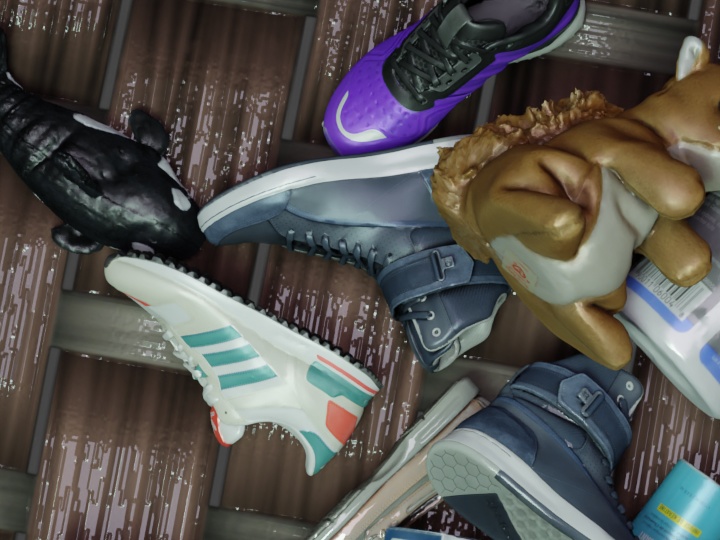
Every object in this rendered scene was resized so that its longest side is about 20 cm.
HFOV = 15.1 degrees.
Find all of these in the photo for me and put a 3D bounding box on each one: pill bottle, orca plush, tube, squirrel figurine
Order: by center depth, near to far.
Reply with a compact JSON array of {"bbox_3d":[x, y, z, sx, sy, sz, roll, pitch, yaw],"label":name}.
[{"bbox_3d":[0.152,-0.067,1.694,0.187,0.142,0.200,-43,39,-15],"label":"squirrel figurine"},{"bbox_3d":[0.265,-0.010,1.741,0.200,0.114,0.114,-42,82,-2],"label":"pill bottle"},{"bbox_3d":[0.171,0.217,1.755,0.077,0.050,0.200,34,90,23],"label":"tube"},{"bbox_3d":[-0.187,-0.082,1.798,0.105,0.071,0.200,-37,82,-1],"label":"orca plush"}]

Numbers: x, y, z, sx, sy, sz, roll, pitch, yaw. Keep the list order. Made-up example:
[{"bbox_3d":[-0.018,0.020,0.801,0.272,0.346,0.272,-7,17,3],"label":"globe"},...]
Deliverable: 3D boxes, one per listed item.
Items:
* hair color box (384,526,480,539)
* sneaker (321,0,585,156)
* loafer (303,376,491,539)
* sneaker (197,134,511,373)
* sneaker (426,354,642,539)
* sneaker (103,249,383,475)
[{"bbox_3d":[0.055,0.270,1.723,0.100,0.060,0.201,15,82,-37],"label":"hair color box"},{"bbox_3d":[0.057,-0.148,1.776,0.200,0.100,0.070,-35,80,-2],"label":"sneaker"},{"bbox_3d":[0.021,0.159,1.759,0.063,0.072,0.200,43,84,1],"label":"loafer"},{"bbox_3d":[0.001,0.000,1.774,0.201,0.077,0.147,-10,80,1],"label":"sneaker"},{"bbox_3d":[0.157,0.144,1.709,0.202,0.077,0.146,45,47,6],"label":"sneaker"},{"bbox_3d":[-0.090,0.062,1.768,0.199,0.070,0.094,28,91,-4],"label":"sneaker"}]
